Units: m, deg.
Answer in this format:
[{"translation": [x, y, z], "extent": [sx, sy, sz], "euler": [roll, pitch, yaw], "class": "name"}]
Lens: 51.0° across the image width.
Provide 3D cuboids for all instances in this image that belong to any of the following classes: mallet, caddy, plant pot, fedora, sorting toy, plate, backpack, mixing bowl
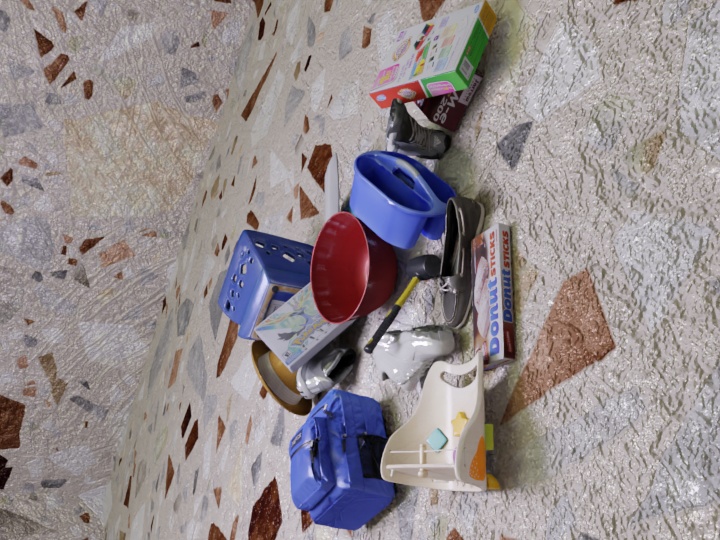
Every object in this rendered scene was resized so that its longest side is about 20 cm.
[{"translation": [0.070, 0.052, 1.234], "extent": [0.065, 0.041, 0.202], "euler": [-23, 29, 55], "class": "mallet"}, {"translation": [0.070, -0.130, 1.258], "extent": [0.200, 0.139, 0.107], "euler": [43, 135, 33], "class": "caddy"}, {"translation": [-0.189, 0.052, 1.697], "extent": [0.203, 0.196, 0.180], "euler": [-65, 33, 21], "class": "plant pot"}, {"translation": [-0.142, 0.204, 1.564], "extent": [0.081, 0.200, 0.202], "euler": [-36, 38, 13], "class": "fedora"}, {"translation": [0.129, 0.209, 1.061], "extent": [0.199, 0.105, 0.185], "euler": [-25, 52, 59], "class": "sorting toy"}, {"translation": [-0.057, -0.106, 1.576], "extent": [0.201, 0.031, 0.204], "euler": [89, 179, -60], "class": "plate"}, {"translation": [-0.035, 0.305, 1.282], "extent": [0.163, 0.165, 0.203], "euler": [-45, 35, 37], "class": "backpack"}, {"translation": [0.000, 0.000, 1.399], "extent": [0.198, 0.106, 0.206], "euler": [-12, 75, 54], "class": "mixing bowl"}]

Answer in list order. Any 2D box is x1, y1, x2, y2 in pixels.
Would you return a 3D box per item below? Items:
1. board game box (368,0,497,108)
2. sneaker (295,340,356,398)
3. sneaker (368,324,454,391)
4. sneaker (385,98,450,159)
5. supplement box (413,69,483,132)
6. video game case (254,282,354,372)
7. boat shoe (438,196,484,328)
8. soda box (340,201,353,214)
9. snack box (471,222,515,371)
[{"translation": [0.119, -0.359, 1.268], "extent": [0.197, 0.040, 0.156], "euler": [-1, 58, 48], "class": "board game box"}, {"translation": [-0.052, 0.159, 1.502], "extent": [0.113, 0.075, 0.203], "euler": [-18, 40, 30], "class": "sneaker"}, {"translation": [0.089, 0.143, 1.222], "extent": [0.199, 0.076, 0.102], "euler": [-16, 82, 59], "class": "sneaker"}, {"translation": [0.102, -0.238, 1.298], "extent": [0.200, 0.112, 0.077], "euler": [54, -133, -87], "class": "sneaker"}, {"translation": [0.137, -0.344, 1.353], "extent": [0.110, 0.060, 0.201], "euler": [-63, 29, 24], "class": "supplement box"}, {"translation": [-0.101, 0.096, 1.515], "extent": [0.199, 0.022, 0.182], "euler": [-40, 35, -12], "class": "video game case"}, {"translation": [0.145, -0.015, 1.179], "extent": [0.066, 0.056, 0.206], "euler": [-3, 76, 64], "class": "boat shoe"}, {"translation": [0.033, -0.126, 1.457], "extent": [0.200, 0.066, 0.066], "euler": [-43, 42, 50], "class": "soda box"}, {"translation": [0.191, 0.038, 1.095], "extent": [0.072, 0.024, 0.205], "euler": [-35, 48, 56], "class": "snack box"}]
